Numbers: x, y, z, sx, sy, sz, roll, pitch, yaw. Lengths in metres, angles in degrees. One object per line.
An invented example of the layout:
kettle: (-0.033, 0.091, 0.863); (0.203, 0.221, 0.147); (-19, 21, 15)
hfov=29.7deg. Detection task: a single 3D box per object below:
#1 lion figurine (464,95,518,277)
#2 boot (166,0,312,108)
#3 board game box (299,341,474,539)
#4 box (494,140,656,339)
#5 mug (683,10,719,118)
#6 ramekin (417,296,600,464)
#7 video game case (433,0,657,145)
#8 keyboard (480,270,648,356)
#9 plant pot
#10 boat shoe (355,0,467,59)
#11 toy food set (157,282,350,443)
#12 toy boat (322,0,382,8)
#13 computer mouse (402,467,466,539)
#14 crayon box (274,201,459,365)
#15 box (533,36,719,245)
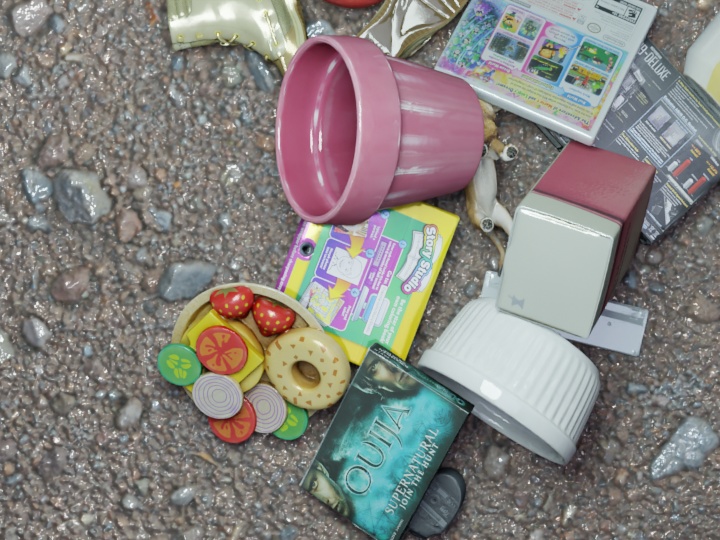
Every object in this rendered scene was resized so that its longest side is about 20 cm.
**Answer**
lion figurine: (0.140, -0.104, 1.550); (0.071, 0.122, 0.203); (-5, 106, -15)
boot: (-0.137, -0.262, 1.548); (0.153, 0.073, 0.203); (-14, 90, -1)
board game box: (0.027, 0.200, 1.537); (0.134, 0.028, 0.202); (31, 113, 12)
box: (0.236, -0.037, 1.470); (0.108, 0.200, 0.129); (19, 122, 16)
mug: (0.448, -0.240, 1.508); (0.153, 0.187, 0.150); (-42, 100, 8)
ramekin: (0.171, 0.116, 1.505); (0.199, 0.200, 0.106); (34, 81, -1)
video game case: (0.208, -0.257, 1.531); (0.198, 0.024, 0.183); (25, 74, 13)
keyboard: (0.238, 0.051, 1.594); (0.197, 0.011, 0.057); (14, 96, -1)
plant pot: (0.027, -0.149, 1.463); (0.177, 0.199, 0.203); (-2, 92, -28)
boat shoe: (0.051, -0.286, 1.553); (0.200, 0.065, 0.071); (-41, 94, 0)
toy food set: (-0.124, 0.108, 1.537); (0.200, 0.049, 0.198); (42, 117, -12)
toy boat: (0.002, -0.396, 1.518); (0.129, 0.131, 0.202); (20, 91, -1)
computer mouse: (0.051, 0.310, 1.590); (0.059, 0.034, 0.200); (44, 97, 7)
crayon box: (0.000, 0.000, 1.564); (0.171, 0.058, 0.202); (22, 92, -2)
box: (0.322, -0.156, 1.568); (0.158, 0.050, 0.200); (-44, 92, 0)
